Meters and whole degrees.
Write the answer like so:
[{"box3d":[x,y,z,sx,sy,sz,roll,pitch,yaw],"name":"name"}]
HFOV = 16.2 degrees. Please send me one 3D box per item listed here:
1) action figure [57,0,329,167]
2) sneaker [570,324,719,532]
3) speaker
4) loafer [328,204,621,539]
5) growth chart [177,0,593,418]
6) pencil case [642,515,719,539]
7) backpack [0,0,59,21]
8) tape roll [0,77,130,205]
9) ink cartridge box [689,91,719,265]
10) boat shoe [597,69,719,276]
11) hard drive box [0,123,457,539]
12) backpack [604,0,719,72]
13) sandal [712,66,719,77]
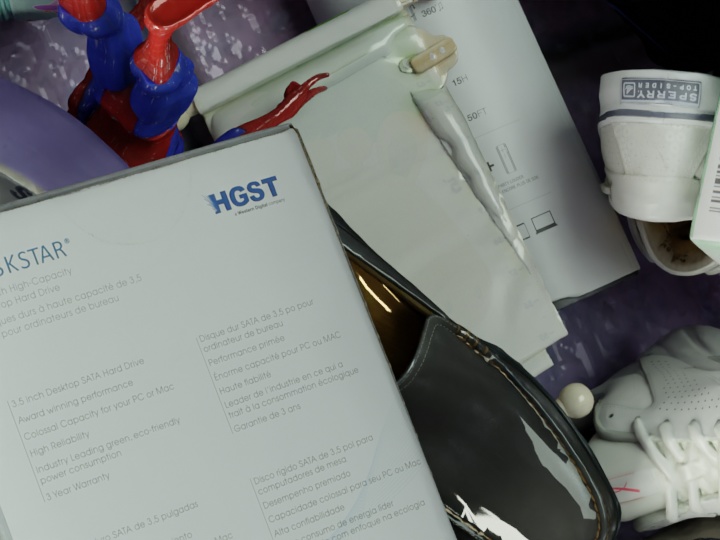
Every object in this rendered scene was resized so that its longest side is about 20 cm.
[{"box3d":[-0.060,-0.081,0.889,0.065,0.200,0.099,41,68,9],"name":"action figure"},{"box3d":[0.140,0.073,0.979,0.099,0.200,0.078,-24,97,-22],"name":"sneaker"},{"box3d":[0.037,-0.074,1.023,0.081,0.081,0.200,-23,87,-36],"name":"speaker"},{"box3d":[0.013,0.042,0.927,0.200,0.072,0.073,40,91,2],"name":"loafer"},{"box3d":[0.000,0.000,0.973,0.144,0.018,0.200,-21,87,1],"name":"growth chart"},{"box3d":[0.117,0.150,0.981,0.200,0.089,0.078,-23,119,-43],"name":"pencil case"},{"box3d":[-0.144,-0.182,0.906,0.126,0.167,0.201,-6,77,1],"name":"backpack"},{"box3d":[-0.157,0.035,0.861,0.200,0.085,0.201,11,68,-29],"name":"tape roll"},{"box3d":[0.190,-0.066,1.005,0.200,0.050,0.161,31,70,-67],"name":"ink cartridge box"},{"box3d":[0.131,-0.032,1.025,0.071,0.200,0.070,4,86,11],"name":"boat shoe"},{"box3d":[-0.062,0.072,0.810,0.156,0.077,0.201,-17,85,-34],"name":"hard drive box"},{"box3d":[0.133,-0.201,1.070,0.200,0.134,0.183,27,61,-41],"name":"backpack"},{"box3d":[0.208,-0.040,1.129,0.054,0.080,0.201,1,75,-49],"name":"sandal"}]
